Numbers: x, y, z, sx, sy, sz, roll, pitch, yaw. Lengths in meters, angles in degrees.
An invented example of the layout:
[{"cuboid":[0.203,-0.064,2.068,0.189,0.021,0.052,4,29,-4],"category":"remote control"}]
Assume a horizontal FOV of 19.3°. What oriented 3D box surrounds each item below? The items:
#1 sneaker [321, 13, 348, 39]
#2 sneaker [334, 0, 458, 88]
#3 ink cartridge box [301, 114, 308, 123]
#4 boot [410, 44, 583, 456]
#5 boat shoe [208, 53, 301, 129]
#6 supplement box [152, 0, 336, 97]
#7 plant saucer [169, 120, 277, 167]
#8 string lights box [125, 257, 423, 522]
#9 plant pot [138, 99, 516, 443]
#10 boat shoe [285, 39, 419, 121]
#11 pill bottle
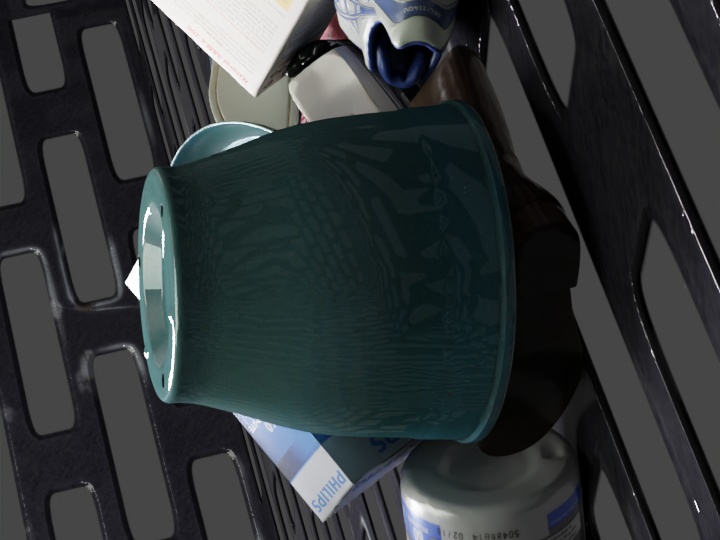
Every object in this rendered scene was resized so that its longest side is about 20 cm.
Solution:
[{"cuboid":[-0.043,-0.180,1.632,0.200,0.086,0.074,118,163,-64],"category":"sneaker"},{"cuboid":[0.018,-0.157,1.356,0.200,0.074,0.089,125,151,-79],"category":"sneaker"},{"cuboid":[-0.047,-0.029,1.594,0.200,0.083,0.146,-47,30,39],"category":"ink cartridge box"},{"cuboid":[0.074,-0.015,1.295,0.201,0.064,0.188,-118,30,-49],"category":"boot"},{"cuboid":[-0.083,-0.157,1.576,0.201,0.074,0.062,68,-173,26],"category":"boat shoe"},{"cuboid":[-0.061,-0.234,1.448,0.126,0.073,0.200,43,138,7],"category":"supplement box"},{"cuboid":[-0.052,-0.009,1.412,0.199,0.027,0.202,24,129,34],"category":"plant saucer"},{"cuboid":[-0.044,0.046,1.338,0.200,0.102,0.059,50,142,10],"category":"string lights box"},{"cuboid":[-0.029,0.005,1.221,0.200,0.186,0.202,177,90,-75],"category":"plant pot"},{"cuboid":[0.034,-0.081,1.496,0.201,0.074,0.093,59,-150,5],"category":"boat shoe"},{"cuboid":[0.090,0.206,1.338,0.114,0.113,0.202,-120,20,-63],"category":"pill bottle"}]
